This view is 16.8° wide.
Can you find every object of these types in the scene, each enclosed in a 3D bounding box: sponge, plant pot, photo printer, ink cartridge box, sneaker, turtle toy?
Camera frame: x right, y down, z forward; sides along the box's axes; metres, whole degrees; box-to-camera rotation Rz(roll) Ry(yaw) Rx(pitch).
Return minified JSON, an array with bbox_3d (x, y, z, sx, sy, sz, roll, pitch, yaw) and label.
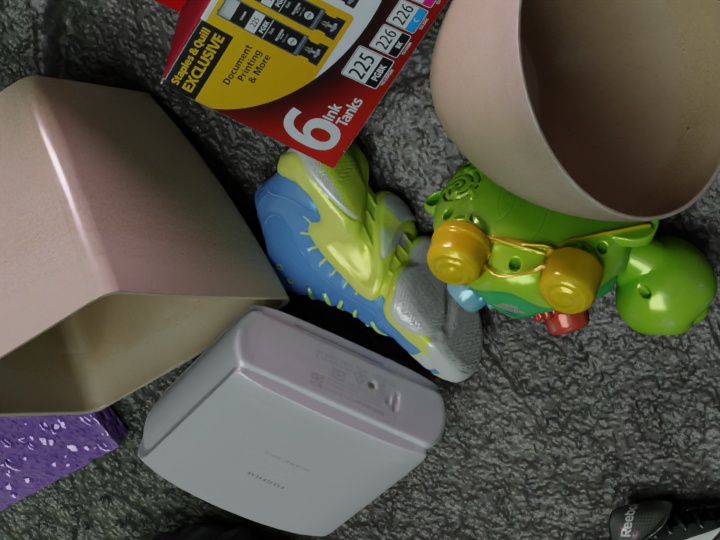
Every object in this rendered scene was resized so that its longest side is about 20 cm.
[{"bbox_3d":[-0.282,0.124,1.874,0.200,0.030,0.112,-29,104,29],"label":"sponge"},{"bbox_3d":[0.121,-0.124,1.518,0.134,0.200,0.201,-7,116,48],"label":"plant pot"},{"bbox_3d":[-0.056,0.114,1.720,0.166,0.070,0.200,25,145,-17],"label":"photo printer"},{"bbox_3d":[-0.043,-0.191,1.556,0.175,0.084,0.200,25,128,-13],"label":"ink cartridge box"},{"bbox_3d":[0.000,0.000,1.690,0.105,0.076,0.200,-28,97,42],"label":"sneaker"},{"bbox_3d":[0.220,0.192,1.704,0.090,0.067,0.200,45,124,-9],"label":"sneaker"},{"bbox_3d":[0.136,-0.015,1.595,0.199,0.146,0.101,15,142,13],"label":"turtle toy"},{"bbox_3d":[-0.204,-0.020,1.664,0.199,0.200,0.178,-29,73,30],"label":"plant pot"}]

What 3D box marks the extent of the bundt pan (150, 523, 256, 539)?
[{"bbox_3d":[-0.104,0.276,1.861,0.201,0.076,0.203,9,120,15],"label":"bundt pan"}]
